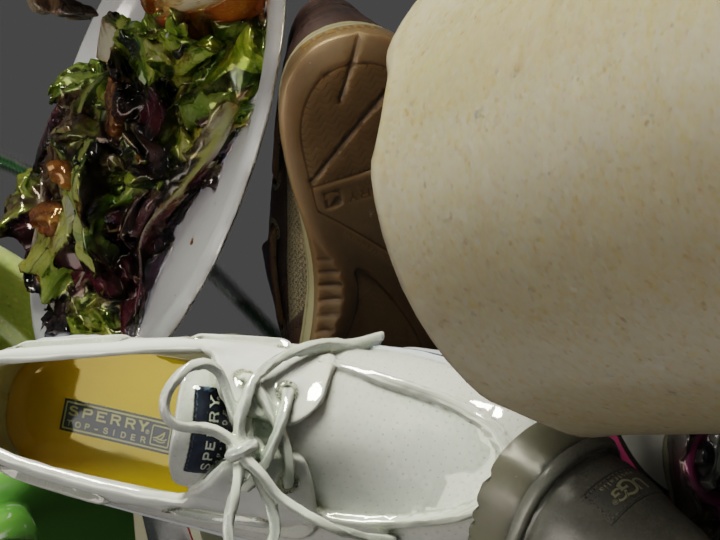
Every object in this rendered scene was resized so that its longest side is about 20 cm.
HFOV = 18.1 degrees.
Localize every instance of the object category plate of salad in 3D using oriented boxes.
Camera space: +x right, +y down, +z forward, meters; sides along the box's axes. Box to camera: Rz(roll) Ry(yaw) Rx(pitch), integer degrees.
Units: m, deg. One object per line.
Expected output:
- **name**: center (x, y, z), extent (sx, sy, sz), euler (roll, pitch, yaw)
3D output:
- **plate of salad**: center (-0.086, -0.053, 0.824), extent (0.200, 0.048, 0.201), euler (-36, 45, 48)

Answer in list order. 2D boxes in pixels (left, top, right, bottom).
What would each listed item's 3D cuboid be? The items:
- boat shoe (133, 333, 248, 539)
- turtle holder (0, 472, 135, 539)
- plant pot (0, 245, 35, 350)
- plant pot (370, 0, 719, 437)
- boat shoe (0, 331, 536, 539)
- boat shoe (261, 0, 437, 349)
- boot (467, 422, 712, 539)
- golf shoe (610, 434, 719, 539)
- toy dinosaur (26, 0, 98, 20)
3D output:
- **boat shoe**: center (-0.044, 0.122, 0.783), extent (0.062, 0.071, 0.201), euler (-19, 80, 61)
- **turtle holder**: center (-0.130, 0.093, 0.869), extent (0.132, 0.185, 0.142), euler (41, 141, 36)
- **plant pot**: center (-0.225, 0.098, 1.012), extent (0.184, 0.200, 0.201), euler (-34, 78, 61)
- **plant pot**: center (0.107, -0.037, 0.541), extent (0.183, 0.200, 0.202), euler (-18, 91, 49)
- **boat shoe**: center (-0.037, 0.049, 0.696), extent (0.201, 0.086, 0.075), euler (9, 89, 20)
- **boat shoe**: center (0.000, 0.000, 0.801), extent (0.072, 0.072, 0.201), euler (-120, 18, -62)
- **boot**: center (0.107, 0.152, 0.619), extent (0.200, 0.072, 0.183), euler (32, 136, 32)
- **golf shoe**: center (0.091, 0.017, 0.691), extent (0.092, 0.072, 0.201), euler (-22, 78, 54)
- **toy dinosaur**: center (-0.097, -0.154, 0.731), extent (0.199, 0.085, 0.136), euler (-4, 92, 51)
